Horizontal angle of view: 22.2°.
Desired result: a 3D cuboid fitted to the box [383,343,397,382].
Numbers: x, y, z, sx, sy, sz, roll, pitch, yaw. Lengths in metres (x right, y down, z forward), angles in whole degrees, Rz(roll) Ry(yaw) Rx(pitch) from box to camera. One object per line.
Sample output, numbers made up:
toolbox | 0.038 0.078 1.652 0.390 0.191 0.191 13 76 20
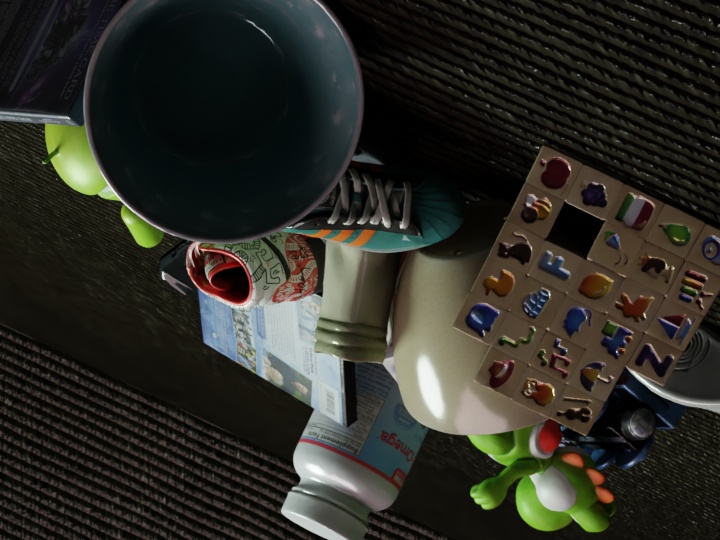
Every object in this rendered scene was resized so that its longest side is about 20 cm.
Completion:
box | 0.115 0.054 1.653 0.200 0.042 0.039 -16 131 24

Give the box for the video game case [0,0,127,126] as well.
video game case | -0.243 -0.181 1.430 0.019 0.143 0.200 34 164 -38

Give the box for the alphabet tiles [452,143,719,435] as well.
alphabet tiles | 0.172 0.025 1.397 0.167 0.200 0.008 26 -156 1

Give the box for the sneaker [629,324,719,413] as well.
sneaker | 0.328 0.109 1.610 0.200 0.073 0.112 17 162 28

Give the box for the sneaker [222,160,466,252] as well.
sneaker | -0.017 -0.053 1.427 0.199 0.072 0.080 4 179 3

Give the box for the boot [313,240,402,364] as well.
boot | 0.000 0.000 1.571 0.072 0.155 0.200 7 -176 1

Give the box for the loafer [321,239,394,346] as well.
loafer | -0.022 -0.018 1.682 0.072 0.063 0.200 -42 82 34

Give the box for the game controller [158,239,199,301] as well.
game controller | -0.132 -0.002 1.825 0.104 0.042 0.200 40 152 -12

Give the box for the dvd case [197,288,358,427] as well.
dvd case | -0.081 0.049 1.721 0.200 0.018 0.143 28 135 35

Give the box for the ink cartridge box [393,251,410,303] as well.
ink cartridge box | 0.057 0.029 1.789 0.146 0.083 0.200 31 165 -21

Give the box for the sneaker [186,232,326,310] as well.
sneaker | -0.123 -0.041 1.630 0.108 0.067 0.201 -18 -129 -43

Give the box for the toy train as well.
toy train | 0.235 0.126 1.756 0.087 0.114 0.200 41 163 -14

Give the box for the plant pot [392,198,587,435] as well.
plant pot | 0.109 0.021 1.509 0.200 0.200 0.135 12 132 46

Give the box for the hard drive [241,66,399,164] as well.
hard drive | -0.071 -0.143 1.470 0.200 0.042 0.135 29 166 -19

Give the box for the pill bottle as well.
pill bottle | 0.003 0.159 1.765 0.109 0.200 0.109 24 166 6

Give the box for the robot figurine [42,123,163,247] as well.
robot figurine | -0.175 -0.113 1.550 0.200 0.176 0.116 8 159 -31

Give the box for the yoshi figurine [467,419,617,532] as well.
yoshi figurine | 0.147 0.176 1.709 0.200 0.112 0.112 45 177 -10

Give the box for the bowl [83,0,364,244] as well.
bowl | -0.105 -0.128 1.338 0.201 0.201 0.105 31 -175 -18
